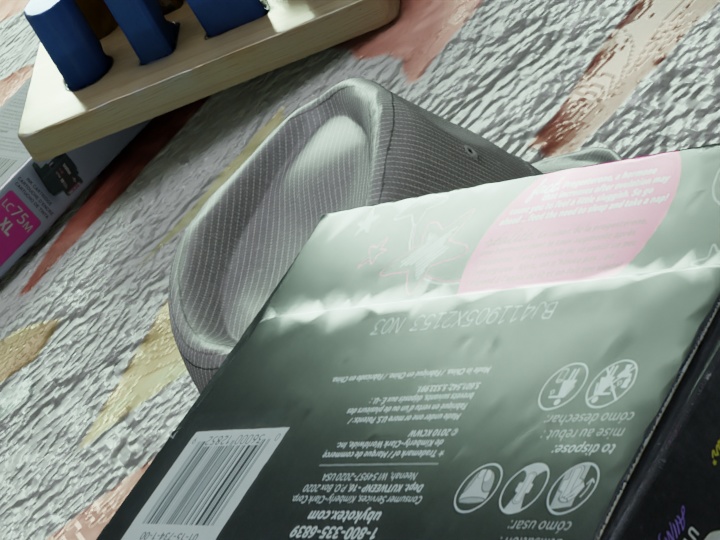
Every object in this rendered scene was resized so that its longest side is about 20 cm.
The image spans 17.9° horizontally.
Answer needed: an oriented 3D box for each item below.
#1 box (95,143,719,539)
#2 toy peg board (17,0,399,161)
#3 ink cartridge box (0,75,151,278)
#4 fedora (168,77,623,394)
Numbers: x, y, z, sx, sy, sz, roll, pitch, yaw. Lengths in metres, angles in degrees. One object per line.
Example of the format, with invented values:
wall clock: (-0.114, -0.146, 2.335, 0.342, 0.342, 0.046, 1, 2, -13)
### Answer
box: (0.049, 0.061, 0.555, 0.199, 0.115, 0.133, -9, 41, 54)
toy peg board: (-0.089, -0.178, 1.138, 0.199, 0.098, 0.200, -21, 33, 16)
ink cartridge box: (-0.158, -0.079, 1.219, 0.200, 0.042, 0.119, -50, 24, -13)
fedora: (0.000, 0.000, 0.765, 0.176, 0.090, 0.201, -26, 28, 33)
